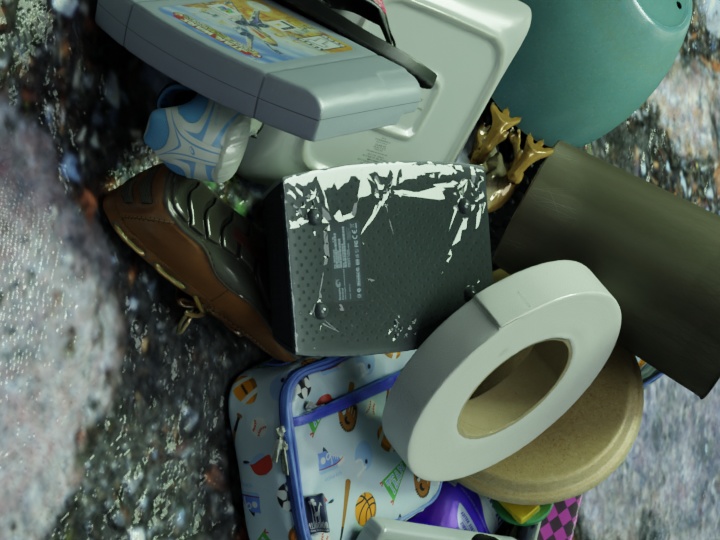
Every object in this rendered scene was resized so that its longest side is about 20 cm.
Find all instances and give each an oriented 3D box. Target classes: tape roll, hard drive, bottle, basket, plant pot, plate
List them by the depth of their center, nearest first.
[{"bbox_3d":[0.013,-0.009,1.500,0.199,0.042,0.136,-6,92,-42],"label":"hard drive"},{"bbox_3d":[0.106,0.076,1.566,0.202,0.037,0.203,-28,149,-19],"label":"tape roll"},{"bbox_3d":[0.026,-0.131,1.566,0.199,0.032,0.201,16,108,-43],"label":"plate"},{"bbox_3d":[0.216,-0.007,1.656,0.137,0.199,0.180,-60,174,-6],"label":"basket"},{"bbox_3d":[0.075,0.196,1.725,0.200,0.065,0.084,-49,125,-35],"label":"bottle"},{"bbox_3d":[0.197,-0.219,1.755,0.199,0.134,0.202,20,60,-39],"label":"plant pot"}]

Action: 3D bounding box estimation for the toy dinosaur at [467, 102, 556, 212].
[{"bbox_3d":[0.099,-0.063,1.627,0.107,0.060,0.200,-60,180,31],"label":"toy dinosaur"}]

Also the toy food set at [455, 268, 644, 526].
[{"bbox_3d":[0.130,0.099,1.703,0.198,0.200,0.049,-37,161,-17],"label":"toy food set"}]

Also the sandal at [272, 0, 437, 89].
[{"bbox_3d":[-0.027,-0.192,1.460,0.045,0.199,0.075,-56,175,-7],"label":"sandal"}]

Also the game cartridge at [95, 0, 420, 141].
[{"bbox_3d":[-0.073,-0.145,1.390,0.133,0.199,0.042,-11,125,-55],"label":"game cartridge"}]

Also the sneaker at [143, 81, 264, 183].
[{"bbox_3d":[-0.097,-0.118,1.439,0.072,0.072,0.200,-63,-179,22],"label":"sneaker"}]

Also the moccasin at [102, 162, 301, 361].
[{"bbox_3d":[-0.104,0.002,1.469,0.201,0.077,0.074,39,47,-44],"label":"moccasin"}]

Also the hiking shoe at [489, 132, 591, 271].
[{"bbox_3d":[0.165,-0.069,1.825,0.101,0.075,0.201,51,53,-39],"label":"hiking shoe"}]

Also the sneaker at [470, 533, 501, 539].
[{"bbox_3d":[0.041,0.272,1.583,0.199,0.075,0.088,-35,124,-26],"label":"sneaker"}]

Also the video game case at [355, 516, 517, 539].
[{"bbox_3d":[0.027,0.280,1.636,0.199,0.022,0.183,16,107,-52],"label":"video game case"}]

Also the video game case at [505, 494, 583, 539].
[{"bbox_3d":[0.136,0.274,1.760,0.181,0.036,0.201,112,-6,-72],"label":"video game case"}]

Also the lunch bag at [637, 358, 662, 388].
[{"bbox_3d":[0.211,0.056,1.854,0.170,0.123,0.201,-27,143,-52],"label":"lunch bag"}]

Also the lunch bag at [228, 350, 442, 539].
[{"bbox_3d":[-0.017,0.125,1.592,0.199,0.075,0.162,-19,106,-53],"label":"lunch bag"}]
